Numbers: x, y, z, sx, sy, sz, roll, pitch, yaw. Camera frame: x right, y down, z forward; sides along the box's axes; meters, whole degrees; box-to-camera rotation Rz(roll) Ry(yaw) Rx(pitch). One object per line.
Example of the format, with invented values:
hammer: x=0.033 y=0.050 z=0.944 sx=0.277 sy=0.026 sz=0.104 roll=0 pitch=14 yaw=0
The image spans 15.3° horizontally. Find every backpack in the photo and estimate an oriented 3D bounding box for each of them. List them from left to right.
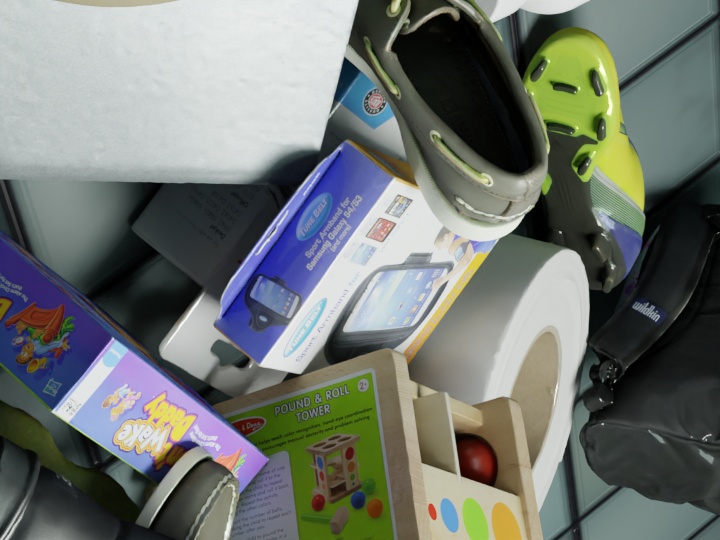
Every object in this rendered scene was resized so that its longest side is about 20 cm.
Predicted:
backpack: x=0.223 y=0.054 z=1.724 sx=0.127 sy=0.166 sz=0.201 roll=106 pitch=-1 yaw=-51

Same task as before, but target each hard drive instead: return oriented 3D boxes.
hard drive: x=-0.105 y=-0.108 z=1.279 sx=0.199 sy=0.033 sz=0.140 roll=0 pitch=124 yaw=-24

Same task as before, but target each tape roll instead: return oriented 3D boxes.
tape roll: x=0.070 y=0.076 z=1.593 sx=0.202 sy=0.070 sz=0.204 roll=14 pitch=90 yaw=-70

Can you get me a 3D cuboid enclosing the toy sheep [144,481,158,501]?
toy sheep: x=-0.059 y=0.167 z=1.550 sx=0.137 sy=0.137 sz=0.201 roll=0 pitch=98 yaw=-48

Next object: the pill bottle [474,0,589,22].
pill bottle: x=0.121 y=-0.207 z=1.431 sx=0.199 sy=0.113 sz=0.113 roll=-29 pitch=139 yaw=-29

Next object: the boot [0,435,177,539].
boot: x=-0.144 y=0.196 z=1.219 sx=0.168 sy=0.076 sz=0.201 roll=33 pitch=84 yaw=-19

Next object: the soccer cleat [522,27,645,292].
soccer cleat: x=0.136 y=-0.076 z=1.625 sx=0.201 sy=0.064 sz=0.084 roll=78 pitch=29 yaw=-43

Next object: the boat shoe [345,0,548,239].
boat shoe: x=0.032 y=-0.115 z=1.335 sx=0.072 sy=0.202 sz=0.060 roll=-23 pitch=167 yaw=-26

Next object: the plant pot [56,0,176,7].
plant pot: x=-0.117 y=-0.191 z=1.141 sx=0.200 sy=0.201 sz=0.134 roll=-2 pitch=157 yaw=-47

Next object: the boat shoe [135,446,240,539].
boat shoe: x=-0.096 y=0.187 z=1.314 sx=0.072 sy=0.060 sz=0.203 roll=5 pitch=107 yaw=-67

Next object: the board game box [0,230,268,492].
board game box: x=-0.138 y=0.043 z=1.321 sx=0.045 sy=0.134 sz=0.200 roll=-49 pitch=152 yaw=-3

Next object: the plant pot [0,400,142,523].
plant pot: x=-0.208 y=0.166 z=1.348 sx=0.185 sy=0.200 sz=0.201 roll=-54 pitch=146 yaw=-16

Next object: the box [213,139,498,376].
box: x=0.000 y=0.000 z=1.406 sx=0.119 sy=0.041 sz=0.200 roll=-54 pitch=160 yaw=8

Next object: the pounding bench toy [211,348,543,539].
pounding bench toy: x=-0.019 y=0.143 z=1.444 sx=0.199 sy=0.125 sz=0.156 roll=-19 pitch=157 yaw=27

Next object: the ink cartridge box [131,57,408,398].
ink cartridge box: x=-0.042 y=-0.036 z=1.439 sx=0.200 sy=0.067 sz=0.116 roll=-53 pitch=146 yaw=1
